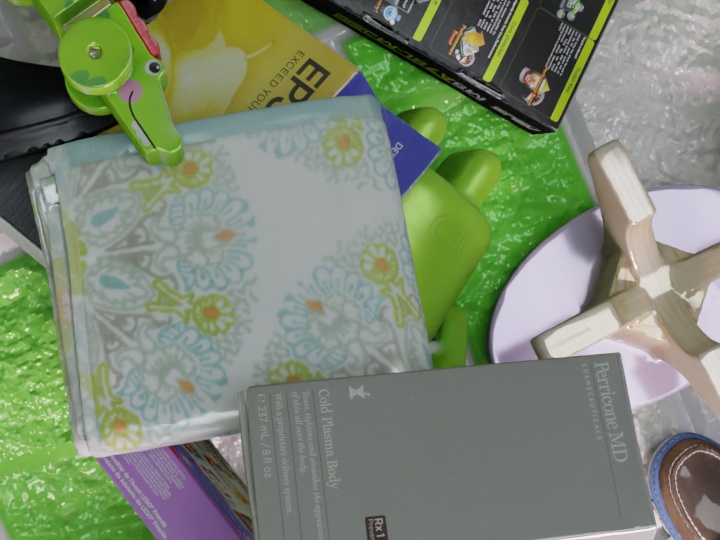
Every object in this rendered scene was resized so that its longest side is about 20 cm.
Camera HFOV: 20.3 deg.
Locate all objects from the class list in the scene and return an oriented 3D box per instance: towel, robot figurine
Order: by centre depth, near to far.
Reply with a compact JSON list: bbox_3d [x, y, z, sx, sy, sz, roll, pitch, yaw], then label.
[{"bbox_3d":[-0.071,0.002,1.078,0.198,0.048,0.173,-10,80,-3],"label":"towel"},{"bbox_3d":[0.000,0.000,1.192,0.175,0.116,0.201,36,82,-15],"label":"robot figurine"}]

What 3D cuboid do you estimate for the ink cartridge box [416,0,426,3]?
[{"bbox_3d":[0.052,-0.253,1.107,0.084,0.200,0.176,-34,101,-14],"label":"ink cartridge box"}]

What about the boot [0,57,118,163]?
[{"bbox_3d":[-0.241,-0.136,1.105,0.198,0.076,0.170,-11,97,10],"label":"boot"}]

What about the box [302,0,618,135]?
[{"bbox_3d":[0.079,-0.217,1.246,0.192,0.047,0.201,27,83,-19],"label":"box"}]

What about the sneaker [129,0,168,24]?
[{"bbox_3d":[-0.083,-0.181,1.107,0.198,0.116,0.075,-15,123,17],"label":"sneaker"}]

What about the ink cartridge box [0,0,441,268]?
[{"bbox_3d":[-0.091,-0.059,1.143,0.199,0.047,0.198,36,78,24],"label":"ink cartridge box"}]

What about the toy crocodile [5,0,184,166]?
[{"bbox_3d":[-0.148,-0.141,1.051,0.062,0.068,0.201,-34,81,-8],"label":"toy crocodile"}]

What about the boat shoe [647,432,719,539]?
[{"bbox_3d":[0.268,0.184,1.309,0.072,0.072,0.200,-46,104,-11],"label":"boat shoe"}]

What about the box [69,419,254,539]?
[{"bbox_3d":[-0.069,0.158,1.117,0.039,0.137,0.200,-42,66,1],"label":"box"}]

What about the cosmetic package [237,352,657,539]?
[{"bbox_3d":[0.043,0.113,1.019,0.198,0.090,0.108,-8,57,-3],"label":"cosmetic package"}]

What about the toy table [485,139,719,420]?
[{"bbox_3d":[0.178,0.016,1.231,0.200,0.117,0.184,-38,89,-8],"label":"toy table"}]
